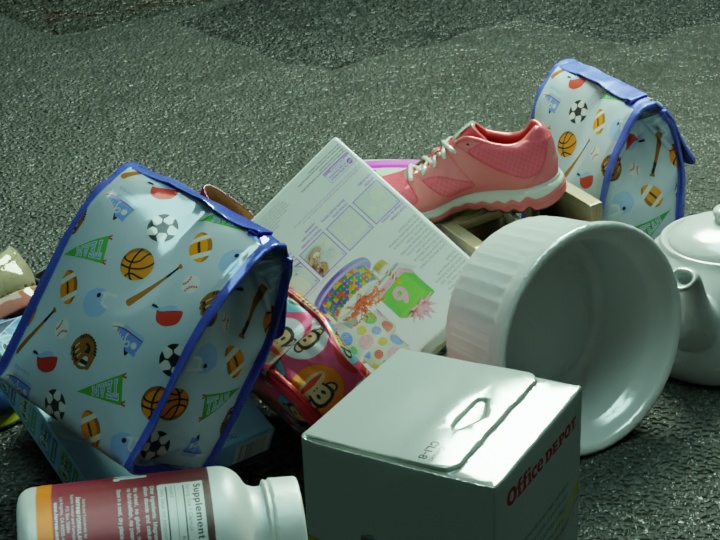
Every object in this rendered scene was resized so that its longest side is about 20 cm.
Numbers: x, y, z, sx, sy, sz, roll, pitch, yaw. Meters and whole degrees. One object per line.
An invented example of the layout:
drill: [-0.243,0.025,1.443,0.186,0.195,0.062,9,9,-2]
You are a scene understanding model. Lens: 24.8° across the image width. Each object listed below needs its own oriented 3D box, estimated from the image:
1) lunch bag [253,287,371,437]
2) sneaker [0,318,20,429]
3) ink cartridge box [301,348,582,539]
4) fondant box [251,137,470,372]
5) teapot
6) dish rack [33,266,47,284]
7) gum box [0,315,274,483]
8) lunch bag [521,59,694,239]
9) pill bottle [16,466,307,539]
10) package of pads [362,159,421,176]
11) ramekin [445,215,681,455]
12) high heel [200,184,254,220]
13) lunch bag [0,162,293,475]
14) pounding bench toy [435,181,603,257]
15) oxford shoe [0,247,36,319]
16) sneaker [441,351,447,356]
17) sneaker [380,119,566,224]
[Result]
lunch bag: [-0.049,0.084,1.375,0.082,0.176,0.200,-46,46,-7]
sneaker: [-0.305,0.070,1.513,0.066,0.079,0.200,5,24,19]
ink cartridge box: [0.058,0.178,1.108,0.144,0.201,0.145,12,28,27]
fondant box: [0.000,0.000,1.470,0.144,0.058,0.200,-45,72,-7]
teapot: [0.339,0.006,1.529,0.197,0.147,0.200,-8,25,-14]
dish rack: [-0.207,0.017,1.641,0.199,0.055,0.153,10,28,31]
gum box: [-0.198,0.104,1.383,0.170,0.045,0.200,-19,54,-33]
lunch bag: [0.252,-0.103,1.685,0.123,0.201,0.170,-13,26,-22]
pill bottle: [-0.141,0.201,1.176,0.199,0.113,0.113,-5,25,-9]
package of pads: [0.070,-0.068,1.796,0.199,0.068,0.155,0,24,4]
ramekin: [0.168,0.048,1.395,0.200,0.201,0.098,-17,22,-30]
high heel: [-0.093,-0.023,1.674,0.199,0.096,0.067,14,29,31]
lunch bag: [-0.156,0.035,1.263,0.170,0.201,0.124,27,6,30]
pounding bench toy: [0.122,-0.020,1.606,0.156,0.125,0.200,-20,30,-19]
oxford shoe: [-0.400,0.038,1.546,0.200,0.075,0.070,-22,-10,-33]
sneaker: [0.123,0.071,1.480,0.200,0.081,0.076,-21,33,-33]
sneaker: [0.090,-0.099,1.535,0.199,0.087,0.074,-8,27,4]
